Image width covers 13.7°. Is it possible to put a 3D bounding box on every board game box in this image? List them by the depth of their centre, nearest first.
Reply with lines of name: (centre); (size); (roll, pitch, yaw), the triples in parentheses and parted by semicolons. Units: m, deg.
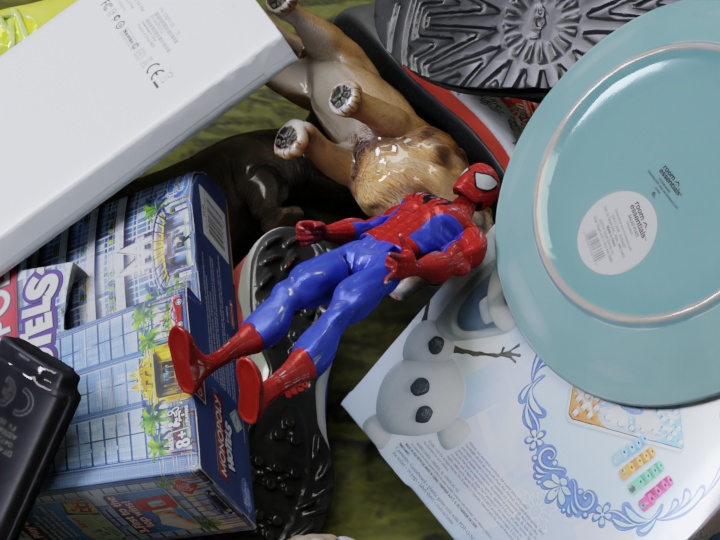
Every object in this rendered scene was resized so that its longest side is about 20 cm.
board game box: (0.114, 0.054, 1.380); (0.199, 0.043, 0.200); (-50, 50, 11)
board game box: (-0.157, 0.058, 1.421); (0.200, 0.062, 0.200); (-20, 50, 16)

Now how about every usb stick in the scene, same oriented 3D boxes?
usb stick: (-0.183, 0.127, 1.345); (0.055, 0.033, 0.200); (30, 100, 32)

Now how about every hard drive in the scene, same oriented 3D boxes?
hard drive: (-0.138, -0.081, 1.467); (0.200, 0.026, 0.132); (-36, 39, 1)

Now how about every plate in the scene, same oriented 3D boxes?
plate: (0.142, -0.037, 1.353); (0.200, 0.026, 0.200); (-14, 63, 30)

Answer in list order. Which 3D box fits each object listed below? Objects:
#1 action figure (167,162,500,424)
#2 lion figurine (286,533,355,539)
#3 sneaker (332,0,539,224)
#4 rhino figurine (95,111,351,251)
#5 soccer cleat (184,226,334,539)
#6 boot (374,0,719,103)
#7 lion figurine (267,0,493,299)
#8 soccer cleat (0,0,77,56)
action figure: (0.000, 0.000, 1.375); (0.065, 0.052, 0.200); (18, 36, 36)
lion figurine: (-0.060, 0.199, 1.323); (0.122, 0.072, 0.200); (22, 63, -7)
sneaker: (0.080, -0.078, 1.566); (0.108, 0.067, 0.201); (-20, 55, -31)
rhino figurine: (-0.059, -0.036, 1.550); (0.200, 0.060, 0.087); (-27, 50, -26)
soccer cleat: (-0.051, 0.078, 1.446); (0.068, 0.073, 0.200); (18, 61, -18)
boot: (0.125, -0.100, 1.504); (0.211, 0.158, 0.080); (16, 85, 31)
lion figurine: (-0.003, -0.079, 1.508); (0.072, 0.122, 0.200); (-41, 48, 19)
soccer cleat: (-0.228, -0.115, 1.632); (0.200, 0.084, 0.065); (-20, 46, -12)
